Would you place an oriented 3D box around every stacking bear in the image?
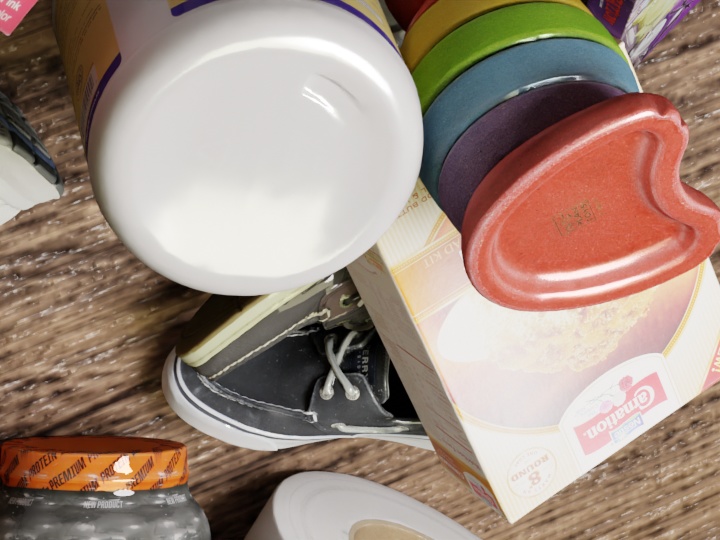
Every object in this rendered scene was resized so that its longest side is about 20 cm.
[{"bbox_3d":[0.067,-0.090,1.325,0.114,0.200,0.121,-25,143,4],"label":"stacking bear"}]

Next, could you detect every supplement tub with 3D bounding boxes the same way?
[{"bbox_3d":[-0.060,-0.098,1.319,0.145,0.200,0.146,-6,125,-9],"label":"supplement tub"},{"bbox_3d":[-0.138,0.188,1.516,0.122,0.122,0.200,0,92,-31],"label":"supplement tub"}]

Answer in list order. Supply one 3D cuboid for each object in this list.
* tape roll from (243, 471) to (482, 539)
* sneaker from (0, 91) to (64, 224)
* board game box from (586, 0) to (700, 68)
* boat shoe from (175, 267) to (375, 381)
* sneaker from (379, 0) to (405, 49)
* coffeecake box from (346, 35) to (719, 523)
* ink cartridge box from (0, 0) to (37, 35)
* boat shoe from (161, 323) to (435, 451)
[{"bbox_3d":[0.006,0.224,1.615,0.203,0.203,0.139,18,113,-39],"label":"tape roll"},{"bbox_3d":[-0.220,-0.069,1.353,0.087,0.075,0.200,-38,133,7],"label":"sneaker"},{"bbox_3d":[0.155,-0.154,1.446,0.120,0.032,0.200,-51,173,-12],"label":"board game box"},{"bbox_3d":[0.000,-0.001,1.496,0.201,0.072,0.066,-37,107,-1],"label":"boat shoe"},{"bbox_3d":[-0.016,-0.078,1.435,0.073,0.085,0.200,33,113,0],"label":"sneaker"},{"bbox_3d":[0.084,-0.002,1.451,0.153,0.073,0.200,-34,123,-13],"label":"coffeecake box"},{"bbox_3d":[-0.138,-0.222,1.233,0.200,0.148,0.086,-47,133,10],"label":"ink cartridge box"},{"bbox_3d":[-0.001,0.057,1.535,0.200,0.072,0.068,9,156,-9],"label":"boat shoe"}]
